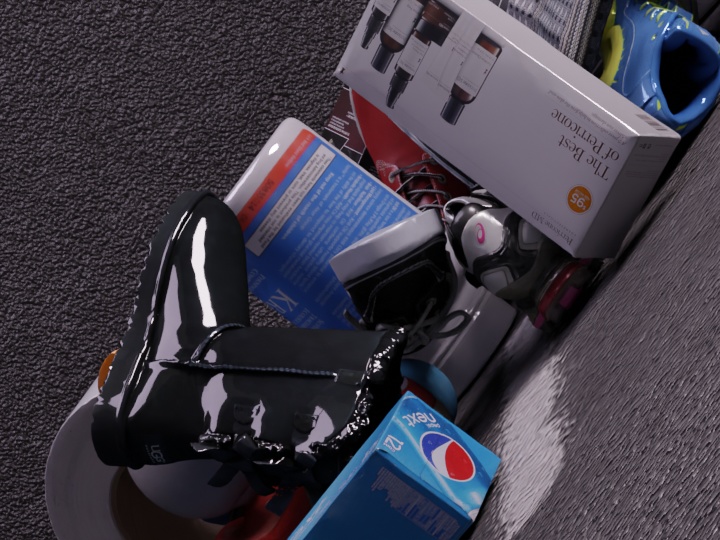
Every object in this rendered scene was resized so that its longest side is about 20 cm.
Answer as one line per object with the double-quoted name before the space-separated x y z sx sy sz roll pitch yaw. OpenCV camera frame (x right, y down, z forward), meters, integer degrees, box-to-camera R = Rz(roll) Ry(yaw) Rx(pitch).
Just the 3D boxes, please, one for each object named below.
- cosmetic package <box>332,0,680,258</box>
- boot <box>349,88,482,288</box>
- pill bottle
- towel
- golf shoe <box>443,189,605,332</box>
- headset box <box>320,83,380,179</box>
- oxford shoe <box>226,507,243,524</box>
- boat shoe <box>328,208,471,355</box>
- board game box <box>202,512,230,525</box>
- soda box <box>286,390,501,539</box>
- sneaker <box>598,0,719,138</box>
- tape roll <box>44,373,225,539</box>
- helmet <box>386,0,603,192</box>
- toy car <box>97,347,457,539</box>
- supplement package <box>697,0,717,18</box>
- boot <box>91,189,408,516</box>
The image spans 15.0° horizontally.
"cosmetic package" 0.080 -0.094 1.557 0.051 0.200 0.083 -3 -55 -53
"boot" 0.045 -0.053 1.910 0.072 0.200 0.144 -23 12 14
"pill bottle" 0.000 0.000 1.797 0.112 0.200 0.112 -53 2 3
"towel" 0.113 -0.157 1.650 0.200 0.034 0.193 -112 37 -73
"golf shoe" 0.095 -0.023 1.628 0.073 0.092 0.200 -54 1 5
"headset box" 0.044 -0.070 2.042 0.077 0.149 0.201 32 98 60
"oxford shoe" -0.036 0.153 1.901 0.200 0.073 0.084 -61 18 9
"boat shoe" 0.024 0.016 1.620 0.073 0.068 0.199 -25 -8 -9
"board game box" -0.054 0.098 1.952 0.200 0.039 0.158 -19 -48 -33
"soda box" -0.011 0.161 1.423 0.200 0.064 0.068 -52 3 30
"sneaker" 0.188 -0.129 1.636 0.105 0.076 0.200 -37 26 45
"tape roll" -0.107 0.145 1.828 0.203 0.202 0.071 -52 2 30
"helmet" 0.117 -0.153 1.850 0.191 0.200 0.200 -51 3 11
"toy car" -0.065 0.102 1.634 0.177 0.200 0.184 -53 3 20
"supplement package" 0.199 -0.221 2.043 0.117 0.117 0.200 -58 4 -35
"boot" -0.052 0.044 1.555 0.073 0.162 0.199 70 -149 -49
